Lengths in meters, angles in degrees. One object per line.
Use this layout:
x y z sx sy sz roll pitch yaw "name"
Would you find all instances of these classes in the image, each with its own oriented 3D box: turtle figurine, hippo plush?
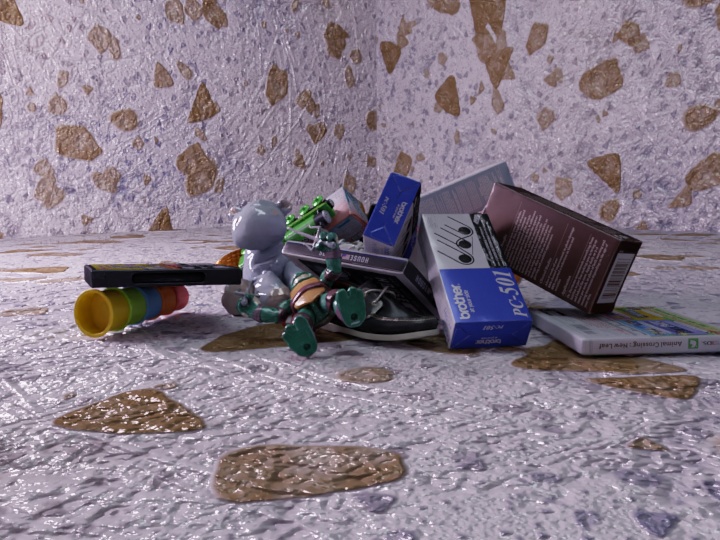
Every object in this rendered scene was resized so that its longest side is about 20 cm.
-0.065 0.026 0.856 0.101 0.150 0.200 42 1 -26 "turtle figurine"
-0.125 -0.026 1.084 0.156 0.164 0.200 -1 7 2 "hippo plush"

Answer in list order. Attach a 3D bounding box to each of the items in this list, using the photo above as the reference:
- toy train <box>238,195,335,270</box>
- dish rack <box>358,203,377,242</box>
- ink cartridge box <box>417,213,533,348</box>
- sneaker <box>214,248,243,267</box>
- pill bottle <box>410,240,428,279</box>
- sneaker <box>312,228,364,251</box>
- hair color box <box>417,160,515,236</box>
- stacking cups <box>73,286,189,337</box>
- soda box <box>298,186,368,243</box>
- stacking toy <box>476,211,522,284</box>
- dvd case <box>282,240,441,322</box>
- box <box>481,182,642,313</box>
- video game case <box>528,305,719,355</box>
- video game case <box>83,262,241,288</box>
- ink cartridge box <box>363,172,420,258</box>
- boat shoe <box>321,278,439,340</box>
-0.122 -0.054 1.173 0.198 0.042 0.057 -31 34 23 "toy train"
-0.044 -0.039 1.261 0.198 0.155 0.054 7 -21 40 "dish rack"
0.134 0.007 0.874 0.092 0.045 0.202 -1 41 -8 "ink cartridge box"
-0.199 0.001 1.303 0.091 0.077 0.199 -5 -5 37 "sneaker"
0.037 -0.029 1.308 0.198 0.115 0.112 4 8 38 "pill bottle"
0.000 0.000 1.114 0.198 0.082 0.076 21 11 26 "sneaker"
0.145 -0.111 1.171 0.197 0.061 0.099 -23 5 -2 "hair color box"
-0.296 0.049 0.965 0.059 0.062 0.200 2 2 18 "stacking cups"
-0.081 -0.052 1.218 0.199 0.069 0.063 -34 -42 19 "soda box"
0.218 -0.051 1.095 0.144 0.149 0.200 -2 -18 -11 "stacking toy"
0.010 0.015 0.955 0.198 0.025 0.150 11 -21 37 "dvd case"
0.249 -0.032 0.932 0.074 0.102 0.199 1 25 -47 "box"
0.317 0.070 0.862 0.179 0.022 0.200 -1 6 -4 "video game case"
-0.269 0.006 0.951 0.178 0.026 0.199 -1 3 -24 "video game case"
0.043 -0.042 0.974 0.044 0.095 0.200 22 -17 9 "ink cartridge box"
0.015 0.048 0.880 0.071 0.069 0.198 -4 9 -41 "boat shoe"
